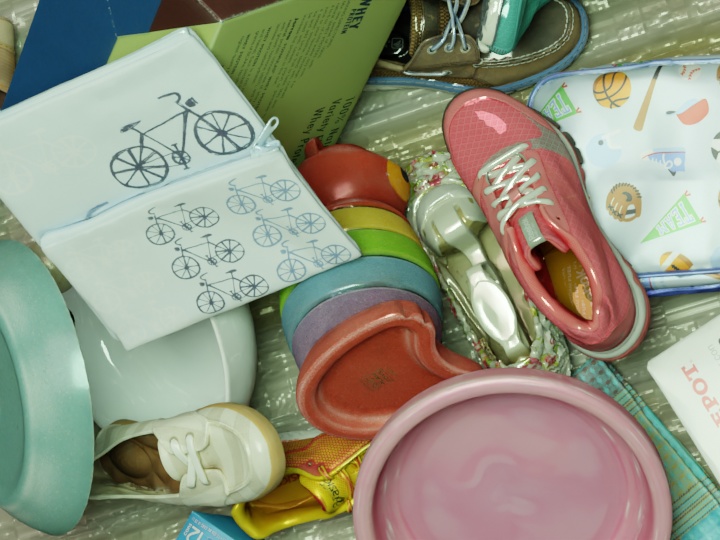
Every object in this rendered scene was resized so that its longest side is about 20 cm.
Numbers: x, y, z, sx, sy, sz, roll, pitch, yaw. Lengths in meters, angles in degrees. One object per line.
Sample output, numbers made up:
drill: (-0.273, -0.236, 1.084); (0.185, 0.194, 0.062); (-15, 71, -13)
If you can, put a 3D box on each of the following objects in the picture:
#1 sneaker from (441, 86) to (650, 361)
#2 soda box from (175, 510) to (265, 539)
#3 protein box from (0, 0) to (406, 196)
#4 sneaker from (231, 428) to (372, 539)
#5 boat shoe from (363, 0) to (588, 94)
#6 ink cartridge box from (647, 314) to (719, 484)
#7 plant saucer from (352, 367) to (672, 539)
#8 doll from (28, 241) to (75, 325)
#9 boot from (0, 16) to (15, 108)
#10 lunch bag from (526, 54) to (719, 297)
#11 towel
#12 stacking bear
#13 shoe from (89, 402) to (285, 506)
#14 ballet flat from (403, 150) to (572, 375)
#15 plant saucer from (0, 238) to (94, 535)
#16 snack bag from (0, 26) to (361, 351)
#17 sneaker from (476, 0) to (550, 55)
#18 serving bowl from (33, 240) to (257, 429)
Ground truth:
sneaker: (0.115, -0.036, 1.420); (0.074, 0.087, 0.200); (-35, 77, 13)
soda box: (-0.040, 0.240, 1.509); (0.200, 0.068, 0.064); (32, 93, 22)
protein box: (-0.096, -0.153, 1.463); (0.135, 0.200, 0.199); (45, 133, 19)
sneaker: (0.004, 0.127, 1.503); (0.200, 0.077, 0.073); (-29, 116, 20)
boat shoe: (0.055, -0.159, 1.545); (0.199, 0.072, 0.073); (-7, 77, 18)
ink cartridge box: (0.304, 0.071, 1.375); (0.200, 0.145, 0.148); (-34, 72, 12)
plant saucer: (0.096, 0.145, 1.423); (0.200, 0.051, 0.201); (2, 116, 4)
doll: (-0.222, 0.069, 1.557); (0.137, 0.048, 0.201); (-125, 37, -56)
boot: (-0.356, -0.115, 1.684); (0.199, 0.072, 0.167); (6, 80, 17)
lunch bag: (0.200, -0.056, 1.475); (0.199, 0.076, 0.161); (-4, 84, 20)
towel: (0.165, 0.172, 1.473); (0.147, 0.022, 0.200); (-41, 70, 8)
stacking bear: (0.000, 0.000, 1.475); (0.113, 0.121, 0.200); (-27, 47, 19)
shoe: (-0.123, 0.130, 1.498); (0.200, 0.053, 0.070); (-9, 103, 50)
ballet flat: (0.081, -0.005, 1.507); (0.076, 0.064, 0.200); (-34, 67, 10)
plant saucer: (-0.234, 0.081, 1.495); (0.200, 0.036, 0.201); (25, 119, 54)
snack bag: (-0.126, -0.047, 1.386); (0.188, 0.200, 0.021); (-20, 36, 23)
sneaker: (0.142, -0.214, 1.494); (0.080, 0.078, 0.200); (32, 61, 11)
serving bowl: (-0.138, 0.032, 1.550); (0.200, 0.066, 0.201); (24, 128, 36)
